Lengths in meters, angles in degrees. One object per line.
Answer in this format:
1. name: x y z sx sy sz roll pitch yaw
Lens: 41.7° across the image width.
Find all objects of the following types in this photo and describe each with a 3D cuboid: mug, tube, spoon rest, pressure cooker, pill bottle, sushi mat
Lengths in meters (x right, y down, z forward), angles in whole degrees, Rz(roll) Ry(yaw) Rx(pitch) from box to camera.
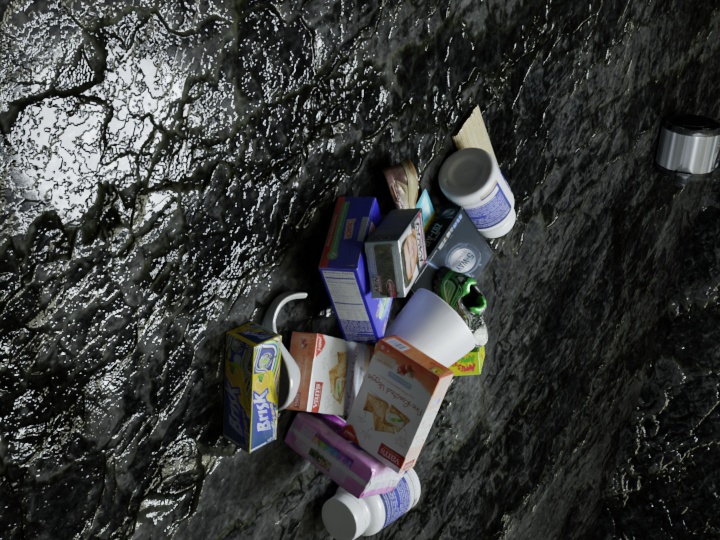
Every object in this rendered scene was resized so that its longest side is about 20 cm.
1. mug: 0.111 0.148 1.751 0.153 0.149 0.187 -43 145 -14
2. tube: 0.140 -0.066 1.884 0.078 0.050 0.200 -62 143 -30
3. spoon rest: -0.133 0.132 1.573 0.061 0.099 0.200 7 88 -32
4. pressure cooker: 0.966 -0.348 2.793 0.176 0.179 0.200 -10 119 -25
5. pill bottle: 0.244 -0.149 1.914 0.120 0.120 0.200 -61 146 -12
6. pill bottle: 0.019 0.468 1.920 0.200 0.120 0.120 -20 123 -50
7. sushi mat: 0.240 -0.243 1.952 0.096 0.012 0.200 -56 145 -20

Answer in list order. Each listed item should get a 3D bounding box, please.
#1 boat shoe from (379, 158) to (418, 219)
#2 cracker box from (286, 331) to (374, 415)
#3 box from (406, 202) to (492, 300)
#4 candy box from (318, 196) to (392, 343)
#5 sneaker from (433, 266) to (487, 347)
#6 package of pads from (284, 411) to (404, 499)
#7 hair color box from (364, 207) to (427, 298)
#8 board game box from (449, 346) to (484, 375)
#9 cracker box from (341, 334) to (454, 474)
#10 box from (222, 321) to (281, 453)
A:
1. boat shoe: 0.064 -0.113 1.738 0.072 0.072 0.200 -17 139 -15
2. cracker box: -0.053 0.189 1.691 0.200 0.058 0.134 19 76 -56
3. box: 0.167 -0.007 1.869 0.200 0.043 0.160 -55 134 -17
4. candy box: 0.000 0.000 1.635 0.200 0.077 0.169 73 24 -46
5. sneaker: 0.210 0.084 1.850 0.078 0.085 0.200 -48 133 -22
6. package of pads: -0.028 0.332 1.715 0.120 0.200 0.076 12 106 -57
7. hair color box: 0.064 -0.033 1.610 0.200 0.061 0.099 -52 137 -65
8. board game box: 0.204 0.178 1.978 0.200 0.101 0.048 -28 113 -79
9. cracker box: 0.063 0.232 1.644 0.058 0.134 0.200 -10 125 -56
10. box: -0.178 0.192 1.543 0.064 0.070 0.200 -22 124 -46
